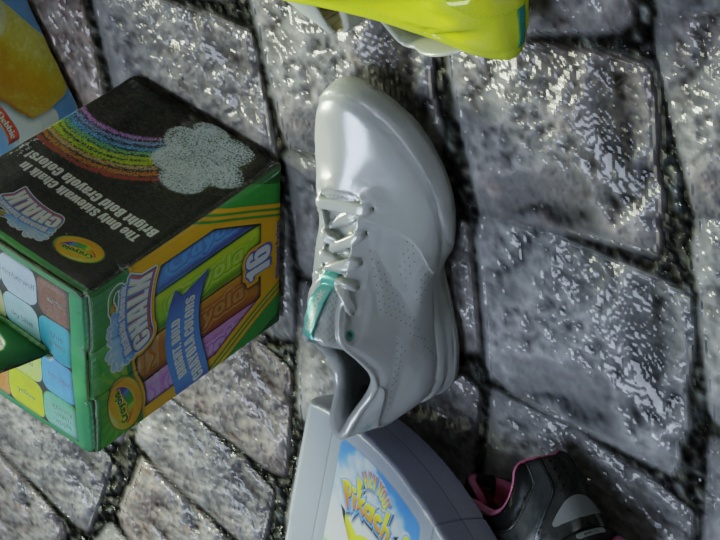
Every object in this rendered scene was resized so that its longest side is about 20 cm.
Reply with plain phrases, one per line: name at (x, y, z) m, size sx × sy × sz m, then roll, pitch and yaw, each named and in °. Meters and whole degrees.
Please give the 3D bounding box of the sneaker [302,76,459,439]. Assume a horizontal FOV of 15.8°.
sneaker at (0.000, 0.000, 1.354) m, size 0.075 × 0.088 × 0.201 m, roll 20°, pitch 133°, yaw 42°

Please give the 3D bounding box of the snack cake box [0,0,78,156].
snack cake box at (-0.261, -0.160, 1.551) m, size 0.115 × 0.067 × 0.201 m, roll -4°, pitch 115°, yaw 54°

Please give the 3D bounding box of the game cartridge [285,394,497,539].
game cartridge at (0.016, 0.158, 1.439) m, size 0.200 × 0.040 × 0.134 m, roll 44°, pitch 127°, yaw 51°

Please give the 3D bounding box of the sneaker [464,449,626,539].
sneaker at (0.078, 0.160, 1.425) m, size 0.096 × 0.079 × 0.200 m, roll 64°, pitch 145°, yaw 15°

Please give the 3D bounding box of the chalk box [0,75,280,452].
chalk box at (-0.154, 0.006, 1.445) m, size 0.125 × 0.200 × 0.124 m, roll 32°, pitch 140°, yaw 30°

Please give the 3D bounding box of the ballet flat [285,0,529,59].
ballet flat at (0.002, -0.141, 1.258) m, size 0.200 × 0.067 × 0.067 m, roll 19°, pitch 146°, yaw 39°
